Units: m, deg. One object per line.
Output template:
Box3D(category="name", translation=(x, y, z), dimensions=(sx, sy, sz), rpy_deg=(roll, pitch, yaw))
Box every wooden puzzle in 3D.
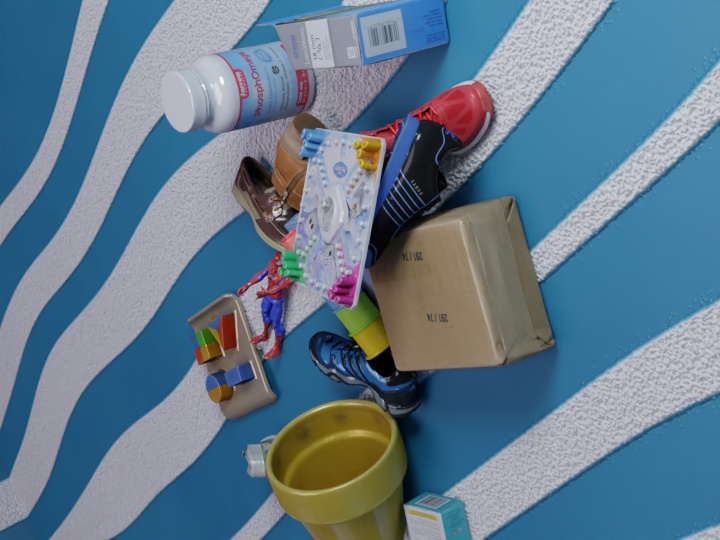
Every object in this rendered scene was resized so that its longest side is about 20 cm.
Box3D(category="wooden puzzle", translation=(-0.236, 0.157, 1.898), dimensions=(0.185, 0.046, 0.201), rpy_deg=(-30, 82, 53))

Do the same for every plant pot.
Box3D(category="plant pot", translation=(-0.017, 0.324, 1.592), dimensions=(0.200, 0.200, 0.190), rpy_deg=(17, 134, 47))

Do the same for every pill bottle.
Box3D(category="pill bottle", translation=(-0.169, -0.250, 1.504), dimensions=(0.108, 0.199, 0.109), rpy_deg=(26, 125, 43))

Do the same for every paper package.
Box3D(category="paper package", translation=(0.117, 0.021, 1.345), dimensions=(0.199, 0.103, 0.192), rpy_deg=(-11, 96, 54))

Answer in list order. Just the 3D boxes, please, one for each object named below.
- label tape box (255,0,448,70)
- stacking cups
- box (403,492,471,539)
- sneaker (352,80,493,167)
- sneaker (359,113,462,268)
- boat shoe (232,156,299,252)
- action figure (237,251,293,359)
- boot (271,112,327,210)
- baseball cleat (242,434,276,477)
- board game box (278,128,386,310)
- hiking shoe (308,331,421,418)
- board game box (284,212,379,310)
Box3D(category="label tape box", translation=(-0.012, -0.290, 1.335), dimensions=(0.199, 0.144, 0.064), rpy_deg=(9, 115, 50))
Box3D(category="stacking cups", translation=(-0.032, 0.026, 1.463), dimensions=(0.200, 0.060, 0.060), rpy_deg=(50, 142, -3))
Box3D(category="box", translation=(0.124, 0.425, 1.561), dimensions=(0.082, 0.049, 0.201), rpy_deg=(0, 106, 52))
Box3D(category="sneaker", translation=(0.065, -0.160, 1.317), dimensions=(0.200, 0.115, 0.079), rpy_deg=(-35, 78, 52))
Box3D(category="sneaker", translation=(0.053, -0.082, 1.288), dimensions=(0.077, 0.070, 0.201), rpy_deg=(21, 115, -5))
Box3D(category="boat shoe", translation=(-0.126, -0.099, 1.629), dimensions=(0.200, 0.072, 0.072), rpy_deg=(50, 141, 34))
Box3D(category="action figure", translation=(-0.157, 0.056, 1.717), dimensions=(0.065, 0.099, 0.201), rpy_deg=(40, 131, 32))
Box3D(category="boot", translation=(-0.048, -0.110, 1.534), dimensions=(0.200, 0.073, 0.155), rpy_deg=(54, 150, 13))
Box3D(category="baseball cleat", translation=(-0.117, 0.321, 1.772), dimensions=(0.199, 0.106, 0.070), rpy_deg=(4, 104, 49))
Box3D(category="board game box", translation=(-0.041, -0.070, 1.329), dimensions=(0.200, 0.026, 0.201), rpy_deg=(22, 103, 62))
Box3D(category="hiking shoe", translation=(0.008, 0.125, 1.553), dimensions=(0.199, 0.074, 0.087), rpy_deg=(27, 134, 30))
Box3D(category="board game box", translation=(0.000, 0.000, 1.481), dimensions=(0.151, 0.037, 0.200), rpy_deg=(-9, 121, 53))
